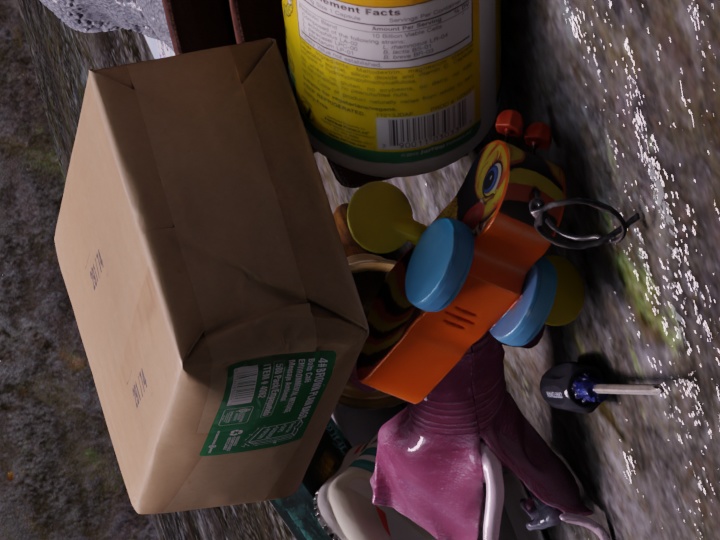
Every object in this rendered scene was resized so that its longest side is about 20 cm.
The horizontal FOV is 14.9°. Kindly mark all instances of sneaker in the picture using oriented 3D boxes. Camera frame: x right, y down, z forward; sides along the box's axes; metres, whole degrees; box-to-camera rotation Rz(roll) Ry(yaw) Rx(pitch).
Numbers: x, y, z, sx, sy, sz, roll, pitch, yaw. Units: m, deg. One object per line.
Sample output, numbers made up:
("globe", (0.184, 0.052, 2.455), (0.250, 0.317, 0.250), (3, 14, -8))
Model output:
("sneaker", (0.034, 0.124, 1.639), (0.070, 0.093, 0.200), (51, -166, -6))

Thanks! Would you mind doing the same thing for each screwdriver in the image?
("screwdriver", (0.122, 0.063, 1.374), (0.200, 0.028, 0.029), (-163, 85, -81))

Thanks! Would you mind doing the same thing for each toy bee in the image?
("toy bee", (0.072, -0.017, 1.370), (0.131, 0.200, 0.109), (39, -136, -37))

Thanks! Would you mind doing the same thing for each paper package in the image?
("paper package", (-0.083, 0.007, 1.449), (0.200, 0.103, 0.191), (113, 142, -59))

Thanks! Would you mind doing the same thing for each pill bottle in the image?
("pill bottle", (0.015, -0.150, 1.366), (0.200, 0.112, 0.113), (86, 163, -51))

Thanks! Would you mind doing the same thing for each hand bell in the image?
("hand bell", (0.000, 0.000, 1.805), (0.200, 0.104, 0.104), (-100, -2, -65))

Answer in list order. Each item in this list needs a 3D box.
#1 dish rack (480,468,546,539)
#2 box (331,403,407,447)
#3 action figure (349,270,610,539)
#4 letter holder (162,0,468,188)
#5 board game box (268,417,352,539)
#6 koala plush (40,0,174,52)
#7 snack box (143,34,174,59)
("dish rack", (0.093, 0.223, 1.733), (0.200, 0.043, 0.172), (107, 145, -69))
("box", (-0.012, 0.086, 1.844), (0.201, 0.041, 0.156), (68, -163, -1))
("action figure", (0.047, 0.071, 1.493), (0.149, 0.134, 0.200), (-121, 14, -46))
("letter holder", (-0.031, -0.149, 1.509), (0.101, 0.142, 0.201), (-121, 18, -50))
("board game box", (-0.014, 0.147, 1.684), (0.200, 0.028, 0.135), (55, -167, 4))
("koala plush", (-0.111, -0.197, 1.814), (0.200, 0.183, 0.178), (47, 155, 39))
("snack box", (-0.130, -0.215, 2.087), (0.169, 0.067, 0.200), (89, 159, -53))
